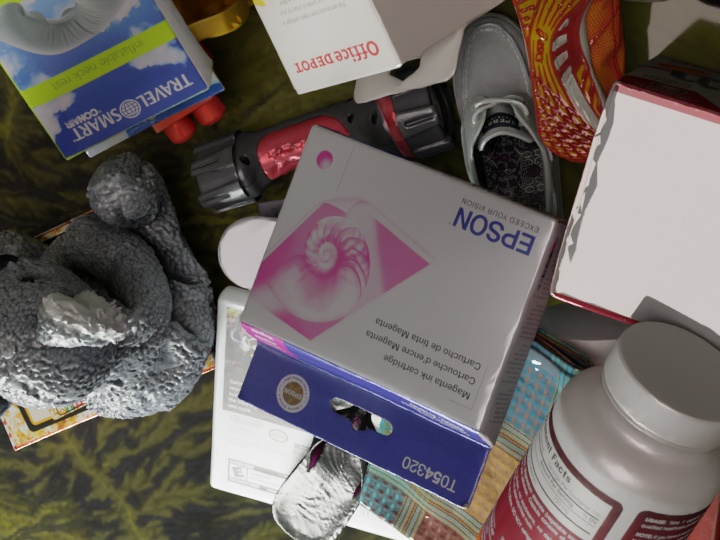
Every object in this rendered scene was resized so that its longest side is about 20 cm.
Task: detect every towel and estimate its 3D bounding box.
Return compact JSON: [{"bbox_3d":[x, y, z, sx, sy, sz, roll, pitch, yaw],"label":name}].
[{"bbox_3d":[0.075,0.115,1.209,0.146,0.022,0.201,32,121,28],"label":"towel"}]

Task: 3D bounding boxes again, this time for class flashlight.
[{"bbox_3d":[-0.028,-0.091,1.293,0.199,0.068,0.068,-18,78,18],"label":"flashlight"}]

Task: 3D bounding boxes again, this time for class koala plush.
[{"bbox_3d":[-0.207,0.041,1.265,0.177,0.200,0.184,-31,93,20],"label":"koala plush"}]

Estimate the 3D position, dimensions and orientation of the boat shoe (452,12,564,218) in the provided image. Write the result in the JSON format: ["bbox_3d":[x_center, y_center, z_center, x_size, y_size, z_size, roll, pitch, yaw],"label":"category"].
[{"bbox_3d":[0.105,-0.088,1.224,0.070,0.072,0.202,-11,79,8],"label":"boat shoe"}]

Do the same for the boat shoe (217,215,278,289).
[{"bbox_3d":[0.000,0.000,1.263,0.198,0.070,0.072,8,93,6],"label":"boat shoe"}]

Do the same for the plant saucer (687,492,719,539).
[{"bbox_3d":[0.279,0.184,1.199,0.037,0.198,0.202,24,115,51],"label":"plant saucer"}]

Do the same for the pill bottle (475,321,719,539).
[{"bbox_3d":[0.154,0.133,1.088,0.113,0.113,0.201,32,125,9],"label":"pill bottle"}]

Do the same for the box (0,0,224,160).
[{"bbox_3d":[-0.190,-0.168,1.210,0.121,0.048,0.201,-24,121,12],"label":"box"}]

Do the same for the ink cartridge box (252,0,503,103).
[{"bbox_3d":[0.001,-0.219,1.191,0.128,0.125,0.201,-4,116,55],"label":"ink cartridge box"}]

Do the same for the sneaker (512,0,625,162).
[{"bbox_3d":[0.142,-0.173,1.183,0.072,0.077,0.201,9,122,21],"label":"sneaker"}]

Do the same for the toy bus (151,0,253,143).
[{"bbox_3d":[-0.147,-0.198,1.284,0.199,0.136,0.192,-33,104,20],"label":"toy bus"}]

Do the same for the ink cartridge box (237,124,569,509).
[{"bbox_3d":[0.019,0.028,1.173,0.195,0.043,0.201,22,94,27],"label":"ink cartridge box"}]

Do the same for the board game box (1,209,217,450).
[{"bbox_3d":[-0.218,0.037,1.400,0.199,0.046,0.152,-22,96,21],"label":"board game box"}]

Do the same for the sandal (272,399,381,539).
[{"bbox_3d":[-0.011,0.140,1.307,0.075,0.048,0.201,28,126,4],"label":"sandal"}]

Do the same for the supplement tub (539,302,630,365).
[{"bbox_3d":[0.180,0.130,1.238,0.144,0.145,0.202,-1,103,19],"label":"supplement tub"}]

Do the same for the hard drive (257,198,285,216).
[{"bbox_3d":[0.026,0.005,1.314,0.198,0.042,0.136,0,103,19],"label":"hard drive"}]

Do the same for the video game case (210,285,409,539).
[{"bbox_3d":[-0.016,0.114,1.338,0.199,0.023,0.183,14,124,13],"label":"video game case"}]

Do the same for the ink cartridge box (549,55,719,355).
[{"bbox_3d":[0.225,-0.046,1.152,0.144,0.200,0.146,18,106,12],"label":"ink cartridge box"}]

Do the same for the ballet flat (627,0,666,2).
[{"bbox_3d":[0.136,-0.233,1.209,0.199,0.062,0.068,24,108,11],"label":"ballet flat"}]

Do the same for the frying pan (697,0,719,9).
[{"bbox_3d":[0.277,-0.193,1.155,0.115,0.031,0.190,-39,67,0],"label":"frying pan"}]
